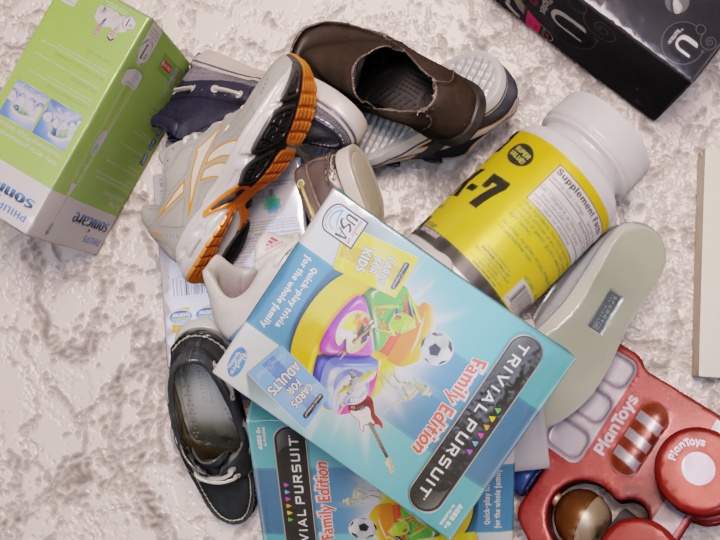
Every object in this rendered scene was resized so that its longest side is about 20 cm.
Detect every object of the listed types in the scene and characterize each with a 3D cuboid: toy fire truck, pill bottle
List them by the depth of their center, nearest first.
[{"bbox_3d":[0.215,0.179,0.751,0.167,0.112,0.201,34,88,31],"label":"toy fire truck"},{"bbox_3d":[0.140,-0.048,0.758,0.200,0.114,0.114,-44,83,-6],"label":"pill bottle"}]

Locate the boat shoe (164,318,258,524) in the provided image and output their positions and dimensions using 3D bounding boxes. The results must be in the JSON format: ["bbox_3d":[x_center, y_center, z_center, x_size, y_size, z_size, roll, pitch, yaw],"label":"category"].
[{"bbox_3d":[-0.125,0.141,0.753,0.075,0.060,0.202,-9,116,6],"label":"boat shoe"}]

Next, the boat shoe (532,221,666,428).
[{"bbox_3d":[0.184,0.047,0.773,0.070,0.072,0.202,34,93,-7],"label":"boat shoe"}]

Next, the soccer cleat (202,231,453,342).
[{"bbox_3d":[-0.031,0.005,0.685,0.198,0.070,0.087,-15,113,19],"label":"soccer cleat"}]

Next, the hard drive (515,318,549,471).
[{"bbox_3d":[0.048,0.113,0.731,0.198,0.026,0.133,-7,115,8],"label":"hard drive"}]

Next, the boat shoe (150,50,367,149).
[{"bbox_3d":[-0.092,-0.121,0.777,0.199,0.075,0.093,22,69,35],"label":"boat shoe"}]

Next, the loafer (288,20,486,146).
[{"bbox_3d":[0.011,-0.166,0.742,0.199,0.071,0.074,26,94,33],"label":"loafer"}]

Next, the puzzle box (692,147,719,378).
[{"bbox_3d":[0.358,-0.003,0.783,0.131,0.025,0.203,4,86,5],"label":"puzzle box"}]

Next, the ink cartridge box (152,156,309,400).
[{"bbox_3d":[-0.104,0.012,0.796,0.135,0.076,0.203,-6,83,5],"label":"ink cartridge box"}]

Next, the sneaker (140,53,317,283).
[{"bbox_3d":[-0.114,-0.092,0.717,0.092,0.076,0.201,38,105,16],"label":"sneaker"}]

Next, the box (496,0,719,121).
[{"bbox_3d":[0.216,-0.239,0.767,0.199,0.122,0.106,39,89,7],"label":"box"}]

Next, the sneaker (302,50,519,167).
[{"bbox_3d":[0.046,-0.130,0.801,0.198,0.079,0.079,-10,77,29],"label":"sneaker"}]

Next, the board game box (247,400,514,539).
[{"bbox_3d":[0.019,0.166,0.710,0.197,0.047,0.153,-2,116,4],"label":"board game box"}]

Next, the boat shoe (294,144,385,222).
[{"bbox_3d":[0.000,0.000,0.754,0.059,0.072,0.202,-15,98,21],"label":"boat shoe"}]

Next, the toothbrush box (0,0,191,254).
[{"bbox_3d":[-0.241,-0.127,0.784,0.085,0.146,0.201,28,89,7],"label":"toothbrush box"}]

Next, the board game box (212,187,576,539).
[{"bbox_3d":[0.022,0.062,0.625,0.199,0.047,0.152,34,95,1],"label":"board game box"}]
